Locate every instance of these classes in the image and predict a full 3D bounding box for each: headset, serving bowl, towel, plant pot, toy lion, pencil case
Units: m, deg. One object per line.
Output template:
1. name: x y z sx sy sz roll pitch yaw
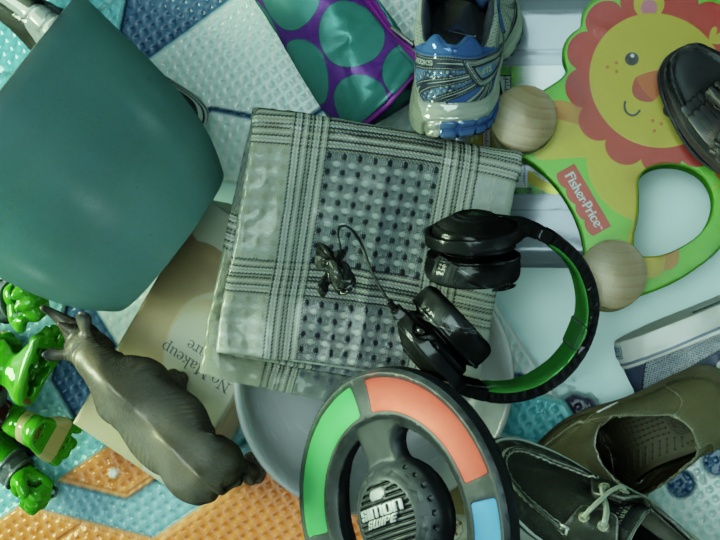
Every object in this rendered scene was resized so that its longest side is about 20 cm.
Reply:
1. headset: 0.065 0.019 1.075 0.200 0.094 0.124 18 101 -15
2. serving bowl: 0.007 0.074 1.198 0.200 0.066 0.200 -2 105 -6
3. towel: 0.000 0.000 1.126 0.192 0.035 0.200 10 104 -8
4. plant pot: -0.196 -0.066 1.163 0.161 0.201 0.201 38 98 -13
5. toy lion: 0.201 -0.096 1.156 0.192 0.069 0.200 -29 83 3
6. pencil case: -0.025 -0.198 1.227 0.092 0.085 0.200 -37 81 26

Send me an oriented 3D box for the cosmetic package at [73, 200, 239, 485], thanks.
1. cosmetic package: -0.119 0.056 1.249 0.105 0.071 0.200 31 95 11

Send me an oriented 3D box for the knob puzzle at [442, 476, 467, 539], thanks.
1. knob puzzle: 0.124 0.241 1.178 0.219 0.030 0.220 -2 88 43

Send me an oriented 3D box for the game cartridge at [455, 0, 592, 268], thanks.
1. game cartridge: 0.134 -0.102 1.215 0.133 0.040 0.200 0 89 9

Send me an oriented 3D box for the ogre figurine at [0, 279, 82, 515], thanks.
1. ogre figurine: -0.284 0.082 1.265 0.120 0.200 0.098 22 54 25

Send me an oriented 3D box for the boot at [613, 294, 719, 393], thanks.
1. boot: 0.287 0.055 1.165 0.200 0.073 0.090 -23 91 19

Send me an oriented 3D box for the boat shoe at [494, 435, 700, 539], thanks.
1. boat shoe: 0.166 0.167 1.093 0.200 0.064 0.071 33 56 3

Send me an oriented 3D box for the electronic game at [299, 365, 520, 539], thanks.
1. electronic game: 0.028 0.163 1.092 0.200 0.042 0.200 7 99 47

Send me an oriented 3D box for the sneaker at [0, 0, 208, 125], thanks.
1. sneaker: -0.226 -0.129 1.278 0.200 0.075 0.116 34 98 10

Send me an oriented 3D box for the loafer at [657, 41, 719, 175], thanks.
1. loafer: 0.273 -0.075 1.094 0.072 0.063 0.200 -35 82 -3

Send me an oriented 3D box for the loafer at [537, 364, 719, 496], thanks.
1. loafer: 0.176 0.129 1.155 0.200 0.067 0.076 -39 81 35

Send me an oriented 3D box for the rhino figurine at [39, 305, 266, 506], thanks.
1. rhino figurine: -0.156 0.091 1.174 0.200 0.087 0.060 44 97 8

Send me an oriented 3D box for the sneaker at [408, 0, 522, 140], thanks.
1. sneaker: 0.074 -0.179 1.138 0.077 0.200 0.085 0 131 5
